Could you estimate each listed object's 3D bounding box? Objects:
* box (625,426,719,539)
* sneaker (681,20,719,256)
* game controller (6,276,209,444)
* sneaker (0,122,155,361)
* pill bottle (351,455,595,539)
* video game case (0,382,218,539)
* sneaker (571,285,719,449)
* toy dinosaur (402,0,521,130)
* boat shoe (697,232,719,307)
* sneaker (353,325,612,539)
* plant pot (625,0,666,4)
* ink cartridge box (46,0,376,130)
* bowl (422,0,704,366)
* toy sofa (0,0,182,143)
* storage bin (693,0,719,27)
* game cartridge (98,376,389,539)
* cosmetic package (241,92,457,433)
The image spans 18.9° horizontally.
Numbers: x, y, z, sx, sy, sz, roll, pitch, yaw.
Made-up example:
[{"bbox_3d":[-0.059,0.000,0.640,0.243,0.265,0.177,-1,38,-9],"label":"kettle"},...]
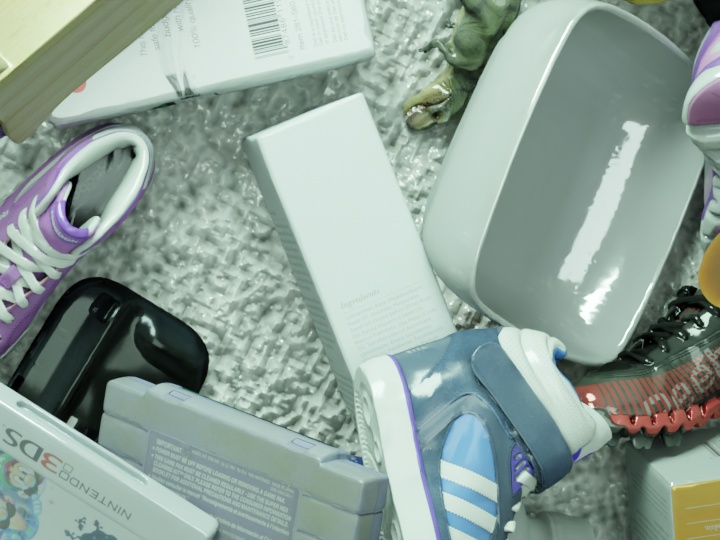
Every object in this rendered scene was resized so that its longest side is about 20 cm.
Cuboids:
[{"bbox_3d":[0.241,0.203,1.335,0.124,0.097,0.201,-8,103,-8],"label":"box"},{"bbox_3d":[0.241,-0.077,1.325,0.080,0.200,0.089,-7,48,11],"label":"sneaker"},{"bbox_3d":[-0.176,0.107,1.317,0.104,0.042,0.200,33,87,-23],"label":"game controller"},{"bbox_3d":[-0.198,-0.011,1.268,0.073,0.114,0.201,41,86,-9],"label":"sneaker"},{"bbox_3d":[0.036,0.175,1.310,0.199,0.111,0.112,10,90,-9],"label":"pill bottle"},{"bbox_3d":[-0.203,0.176,1.259,0.182,0.024,0.200,32,113,3],"label":"video game case"},{"bbox_3d":[0.201,0.053,1.335,0.200,0.071,0.098,-11,98,-27],"label":"sneaker"},{"bbox_3d":[0.069,-0.174,1.307,0.047,0.200,0.088,-21,65,-40],"label":"toy dinosaur"},{"bbox_3d":[0.286,-0.042,1.257,0.200,0.070,0.071,-40,55,22],"label":"boat shoe"},{"bbox_3d":[0.083,0.131,1.228,0.146,0.081,0.201,-10,86,-15],"label":"sneaker"},{"bbox_3d":[0.165,-0.272,1.285,0.201,0.201,0.189,-38,109,-6],"label":"plant pot"},{"bbox_3d":[-0.106,-0.175,1.292,0.199,0.084,0.147,-13,93,-7],"label":"ink cartridge box"},{"bbox_3d":[0.120,-0.056,1.304,0.200,0.074,0.200,26,87,-51],"label":"bowl"},{"bbox_3d":[-0.163,-0.170,1.209,0.200,0.098,0.083,-41,71,-4],"label":"toy sofa"},{"bbox_3d":[0.312,-0.133,1.333,0.094,0.135,0.200,-43,97,-6],"label":"storage bin"},{"bbox_3d":[-0.075,0.145,1.241,0.038,0.199,0.130,3,102,-53],"label":"game cartridge"},{"bbox_3d":[0.000,0.000,1.306,0.071,0.101,0.201,-23,96,-7],"label":"cosmetic package"}]
